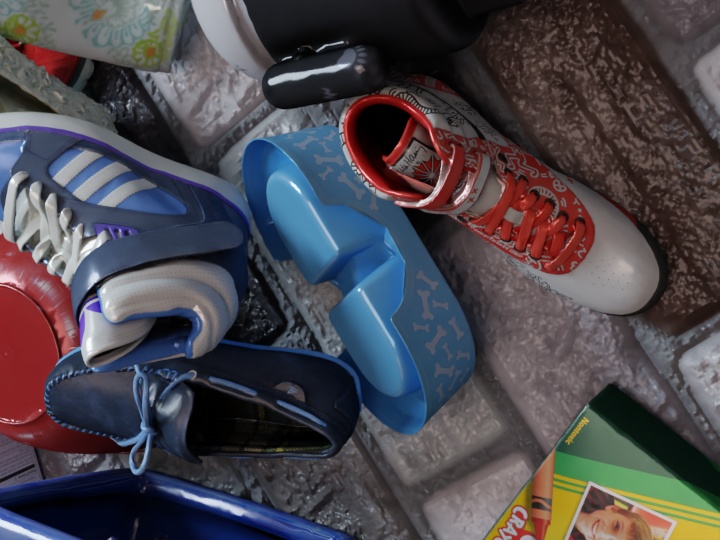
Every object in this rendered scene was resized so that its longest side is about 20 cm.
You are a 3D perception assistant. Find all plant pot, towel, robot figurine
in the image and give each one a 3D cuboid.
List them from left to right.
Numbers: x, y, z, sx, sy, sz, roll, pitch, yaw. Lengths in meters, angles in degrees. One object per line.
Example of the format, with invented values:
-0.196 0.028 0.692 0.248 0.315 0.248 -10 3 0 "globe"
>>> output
-0.190 -0.215 0.733 0.199 0.048 0.172 12 127 -16 "towel"
-0.137 0.243 0.762 0.199 0.200 0.180 11 92 25 "plant pot"
-0.001 -0.172 0.676 0.199 0.150 0.125 -7 109 30 "robot figurine"

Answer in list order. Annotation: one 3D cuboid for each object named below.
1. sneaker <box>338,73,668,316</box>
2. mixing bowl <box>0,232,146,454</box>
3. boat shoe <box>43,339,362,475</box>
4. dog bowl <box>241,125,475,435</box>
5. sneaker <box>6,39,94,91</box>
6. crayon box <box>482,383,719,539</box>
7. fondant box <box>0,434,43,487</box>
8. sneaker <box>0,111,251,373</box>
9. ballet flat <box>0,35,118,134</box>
0.075 -0.036 0.673 0.201 0.108 0.067 42 115 14 "sneaker"
-0.211 0.046 0.834 0.199 0.108 0.201 5 101 26 "mixing bowl"
-0.101 0.079 0.728 0.199 0.069 0.084 -4 123 10 "boat shoe"
0.000 0.000 0.726 0.200 0.049 0.111 58 156 6 "dog bowl"
-0.251 -0.128 0.833 0.077 0.085 0.200 40 114 14 "sneaker"
0.153 0.199 0.706 0.172 0.058 0.200 39 114 15 "crayon box"
-0.323 0.167 0.941 0.144 0.058 0.201 -14 92 28 "fondant box"
-0.164 -0.012 0.706 0.199 0.147 0.081 16 131 -7 "sneaker"
-0.234 -0.109 0.768 0.072 0.200 0.072 -21 58 37 "ballet flat"
